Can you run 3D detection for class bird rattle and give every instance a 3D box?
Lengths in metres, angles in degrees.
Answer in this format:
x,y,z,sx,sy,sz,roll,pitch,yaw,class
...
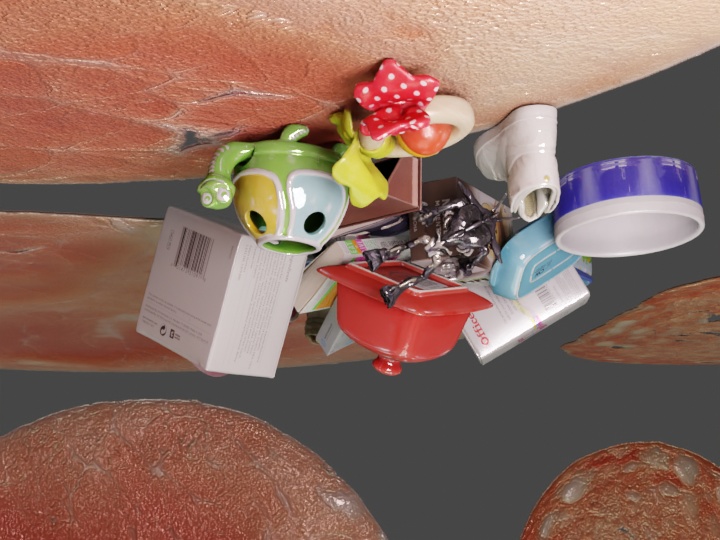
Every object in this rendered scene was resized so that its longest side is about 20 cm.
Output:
x,y,z,sx,sy,sz,roll,pitch,yaw,class
0.048,-0.164,1.228,0.162,0.114,0.200,-7,159,-28,bird rattle

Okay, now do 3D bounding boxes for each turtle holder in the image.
x,y,z,sx,sy,sz,roll,pitch,yaw,class
-0.093,-0.096,1.350,0.140,0.133,0.185,-4,165,23,turtle holder

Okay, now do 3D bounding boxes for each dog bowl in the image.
x,y,z,sx,sy,sz,roll,pitch,yaw,class
0.361,-0.083,1.526,0.198,0.080,0.200,-2,163,-1,dog bowl

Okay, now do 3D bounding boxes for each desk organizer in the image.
x,y,z,sx,sy,sz,roll,pitch,yaw,class
-0.020,-0.104,1.469,0.199,0.072,0.077,-11,161,40,desk organizer

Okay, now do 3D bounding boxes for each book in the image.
x,y,z,sx,sy,sz,roll,pitch,yaw,class
0.000,0.000,1.707,0.199,0.048,0.134,-6,148,-49,book

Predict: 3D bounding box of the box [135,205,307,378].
x,y,z,sx,sy,sz,roll,pitch,yaw,class
-0.203,0.030,1.636,0.130,0.202,0.198,11,-173,-43,box

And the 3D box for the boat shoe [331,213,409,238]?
x,y,z,sx,sy,sz,roll,pitch,yaw,class
-0.016,-0.070,1.602,0.198,0.075,0.093,-9,158,30,boat shoe

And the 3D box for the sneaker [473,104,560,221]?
x,y,z,sx,sy,sz,roll,pitch,yaw,class
0.184,-0.111,1.342,0.073,0.117,0.200,-1,169,-9,sneaker

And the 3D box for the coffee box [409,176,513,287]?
x,y,z,sx,sy,sz,roll,pitch,yaw,class
0.148,-0.051,1.612,0.079,0.114,0.200,-8,166,29,coffee box

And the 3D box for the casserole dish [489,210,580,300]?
x,y,z,sx,sy,sz,roll,pitch,yaw,class
0.269,-0.025,1.634,0.199,0.039,0.122,-29,144,-29,casserole dish

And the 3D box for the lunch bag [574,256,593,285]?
x,y,z,sx,sy,sz,roll,pitch,yaw,class
0.280,-0.006,1.906,0.199,0.083,0.160,-11,161,35,lunch bag

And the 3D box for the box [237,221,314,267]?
x,y,z,sx,sy,sz,roll,pitch,yaw,class
-0.144,-0.033,1.835,0.199,0.048,0.121,10,164,-37,box

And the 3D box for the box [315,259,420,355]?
x,y,z,sx,sy,sz,roll,pitch,yaw,class
0.037,0.048,1.768,0.199,0.041,0.156,-25,160,-28,box

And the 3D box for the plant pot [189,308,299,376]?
x,y,z,sx,sy,sz,roll,pitch,yaw,class
-0.212,0.063,1.981,0.178,0.202,0.200,-25,158,23,plant pot

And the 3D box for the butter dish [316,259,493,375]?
x,y,z,sx,sy,sz,roll,pitch,yaw,class
0.052,0.075,1.584,0.198,0.149,0.199,21,-166,35,butter dish

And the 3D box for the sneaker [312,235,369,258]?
x,y,z,sx,sy,sz,roll,pitch,yaw,class
-0.032,-0.034,1.785,0.086,0.075,0.200,0,164,6,sneaker

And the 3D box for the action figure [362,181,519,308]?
x,y,z,sx,sy,sz,roll,pitch,yaw,class
0.103,-0.036,1.450,0.199,0.120,0.102,-27,-176,-6,action figure

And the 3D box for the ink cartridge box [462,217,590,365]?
x,y,z,sx,sy,sz,roll,pitch,yaw,class
0.234,0.034,1.756,0.199,0.145,0.085,-30,167,0,ink cartridge box

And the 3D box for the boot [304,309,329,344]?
x,y,z,sx,sy,sz,roll,pitch,yaw,class
-0.049,0.060,2.004,0.071,0.156,0.200,-6,168,21,boot
